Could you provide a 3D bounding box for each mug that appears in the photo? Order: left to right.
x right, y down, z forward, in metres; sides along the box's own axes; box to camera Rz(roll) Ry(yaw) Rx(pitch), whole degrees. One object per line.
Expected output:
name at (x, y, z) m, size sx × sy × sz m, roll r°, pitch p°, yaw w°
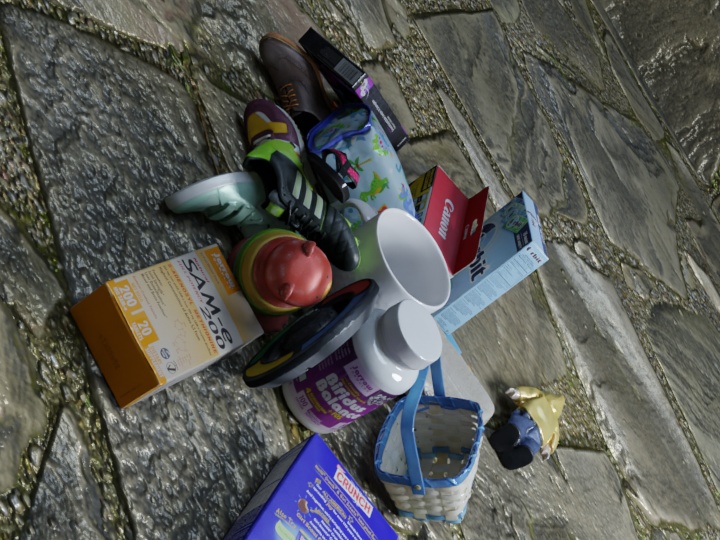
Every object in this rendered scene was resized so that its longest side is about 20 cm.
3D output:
mug at (0.000, 0.000, 1.496) m, size 0.147 × 0.174 × 0.203 m, roll -5°, pitch 67°, yaw -55°

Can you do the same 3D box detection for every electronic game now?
electronic game at (-0.060, 0.074, 1.331) m, size 0.042 × 0.199 × 0.200 m, roll 53°, pitch 33°, yaw -9°

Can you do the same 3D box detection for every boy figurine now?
boy figurine at (0.274, 0.238, 1.775) m, size 0.125 × 0.064 × 0.200 m, roll 57°, pitch 32°, yaw -1°

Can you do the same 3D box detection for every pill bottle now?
pill bottle at (0.003, 0.117, 1.381) m, size 0.112 × 0.199 × 0.114 m, roll 32°, pitch 40°, yaw -32°

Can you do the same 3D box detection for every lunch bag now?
lunch bag at (0.001, -0.148, 1.633) m, size 0.201 × 0.126 × 0.172 m, roll -84°, pitch 151°, yaw -68°

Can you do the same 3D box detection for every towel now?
towel at (0.111, 0.153, 1.592) m, size 0.201 × 0.034 × 0.132 m, roll 55°, pitch 33°, yaw 0°

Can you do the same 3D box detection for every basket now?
basket at (0.088, 0.218, 1.440) m, size 0.177 × 0.137 × 0.203 m, roll -62°, pitch 152°, yaw -54°

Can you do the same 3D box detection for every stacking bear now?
stacking bear at (-0.092, 0.004, 1.326) m, size 0.113 × 0.200 × 0.122 m, roll 37°, pitch 78°, yaw -14°

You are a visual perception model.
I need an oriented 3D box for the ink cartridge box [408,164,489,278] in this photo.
ink cartridge box at (0.098, -0.059, 1.677) m, size 0.084 × 0.175 × 0.201 m, roll 43°, pitch 35°, yaw -21°

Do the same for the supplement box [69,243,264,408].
supplement box at (-0.214, 0.058, 1.254) m, size 0.127 × 0.073 × 0.199 m, roll 60°, pitch 32°, yaw 2°

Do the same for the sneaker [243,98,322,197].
sneaker at (-0.120, -0.152, 1.552) m, size 0.090 × 0.074 × 0.202 m, roll -13°, pitch 73°, yaw -61°

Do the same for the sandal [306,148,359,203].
sandal at (-0.031, -0.129, 1.435) m, size 0.076 × 0.045 × 0.200 m, roll 53°, pitch 1°, yaw -4°

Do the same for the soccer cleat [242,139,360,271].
soccer cleat at (-0.076, -0.075, 1.401) m, size 0.081 × 0.068 × 0.201 m, roll -29°, pitch 80°, yaw -40°

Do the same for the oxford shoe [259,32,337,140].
oxford shoe at (-0.095, -0.271, 1.689) m, size 0.201 × 0.071 × 0.073 m, roll 53°, pitch 37°, yaw -10°

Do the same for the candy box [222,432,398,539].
candy box at (-0.058, 0.315, 1.252) m, size 0.170 × 0.077 × 0.200 m, roll 52°, pitch 34°, yaw -8°

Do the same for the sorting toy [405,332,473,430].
sorting toy at (0.115, 0.151, 1.657) m, size 0.184 × 0.036 × 0.203 m, roll -9°, pitch 72°, yaw -56°

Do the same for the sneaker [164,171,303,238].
sneaker at (-0.154, -0.062, 1.428) m, size 0.198 × 0.073 × 0.120 m, roll -10°, pitch 87°, yaw -40°

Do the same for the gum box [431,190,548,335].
gum box at (0.195, -0.014, 1.718) m, size 0.045 × 0.199 × 0.171 m, roll 44°, pitch 23°, yaw -19°

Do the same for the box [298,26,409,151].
box at (-0.008, -0.280, 1.729) m, size 0.143 × 0.036 × 0.200 m, roll 44°, pitch 0°, yaw 33°
